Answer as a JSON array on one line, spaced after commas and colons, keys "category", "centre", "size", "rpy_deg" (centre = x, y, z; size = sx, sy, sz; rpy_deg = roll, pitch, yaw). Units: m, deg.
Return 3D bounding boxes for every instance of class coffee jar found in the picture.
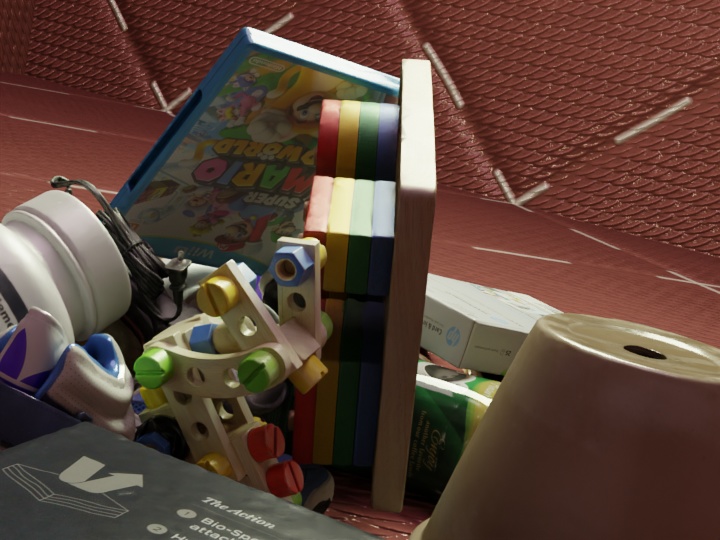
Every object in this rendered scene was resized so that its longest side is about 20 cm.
[{"category": "coffee jar", "centre": [0.035, 0.106, 0.837], "size": [0.199, 0.086, 0.104], "rpy_deg": [15, 8, 17]}]

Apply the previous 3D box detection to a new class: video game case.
[{"category": "video game case", "centre": [-0.070, -0.069, 0.801], "size": [0.142, 0.200, 0.018], "rpy_deg": [11, 48, -39]}]

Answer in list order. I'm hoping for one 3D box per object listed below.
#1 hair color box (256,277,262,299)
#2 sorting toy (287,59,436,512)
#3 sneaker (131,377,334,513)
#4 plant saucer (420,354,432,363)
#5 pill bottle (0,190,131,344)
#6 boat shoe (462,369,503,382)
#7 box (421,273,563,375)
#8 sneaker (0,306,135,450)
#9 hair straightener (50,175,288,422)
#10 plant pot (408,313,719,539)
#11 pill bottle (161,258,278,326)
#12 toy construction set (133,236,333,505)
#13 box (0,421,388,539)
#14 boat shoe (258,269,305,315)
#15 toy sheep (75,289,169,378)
[{"category": "hair color box", "centre": [-0.013, 0.029, 1.184], "size": [0.198, 0.065, 0.109], "rpy_deg": [13, -6, -8]}, {"category": "sorting toy", "centre": [0.000, 0.000, 0.714], "size": [0.069, 0.201, 0.199], "rpy_deg": [4, 29, 0]}, {"category": "sneaker", "centre": [-0.110, 0.105, 0.704], "size": [0.198, 0.078, 0.076], "rpy_deg": [12, 9, -9]}, {"category": "plant saucer", "centre": [-0.012, 0.083, 1.056], "size": [0.199, 0.032, 0.200], "rpy_deg": [13, 11, -3]}, {"category": "pill bottle", "centre": [-0.220, 0.039, 0.622], "size": [0.111, 0.112, 0.200], "rpy_deg": [20, 42, 37]}, {"category": "boat shoe", "centre": [0.130, 0.085, 1.086], "size": [0.069, 0.074, 0.200], "rpy_deg": [12, 10, -32]}, {"category": "box", "centre": [0.109, 0.045, 0.956], "size": [0.199, 0.041, 0.156], "rpy_deg": [14, 9, -38]}, {"category": "sneaker", "centre": [-0.179, 0.086, 0.531], "size": [0.080, 0.148, 0.200], "rpy_deg": [18, 12, 29]}, {"category": "hair straightener", "centre": [-0.113, 0.009, 0.692], "size": [0.200, 0.077, 0.041], "rpy_deg": [47, 40, 16]}, {"category": "plant pot", "centre": [0.129, 0.121, 0.633], "size": [0.198, 0.175, 0.200], "rpy_deg": [11, 10, -2]}, {"category": "pill bottle", "centre": [-0.146, 0.036, 0.921], "size": [0.114, 0.115, 0.200], "rpy_deg": [3, 14, -39]}, {"category": "toy construction set", "centre": [-0.047, 0.094, 0.610], "size": [0.130, 0.201, 0.092], "rpy_deg": [-20, -6, 26]}, {"category": "box", "centre": [-0.080, 0.150, 0.390], "size": [0.195, 0.118, 0.200], "rpy_deg": [16, 12, 22]}, {"category": "boat shoe", "centre": [-0.046, 0.037, 0.962], "size": [0.057, 0.067, 0.200], "rpy_deg": [57, -8, 11]}, {"category": "toy sheep", "centre": [-0.195, 0.044, 0.797], "size": [0.137, 0.139, 0.199], "rpy_deg": [5, -6, -35]}]
